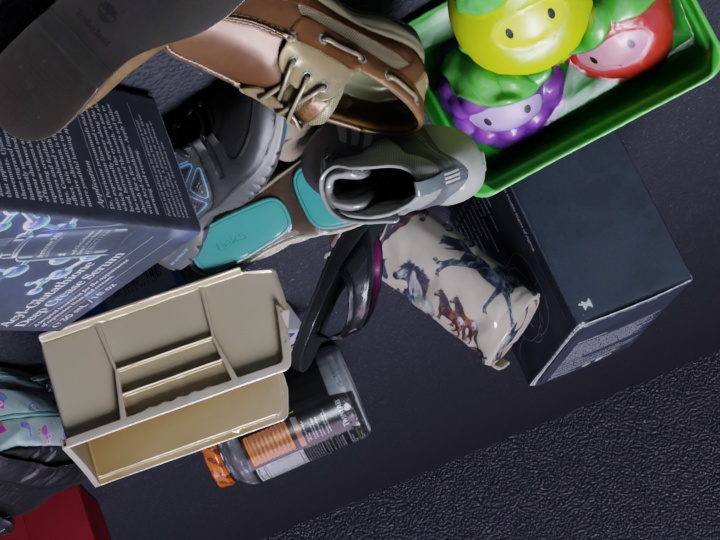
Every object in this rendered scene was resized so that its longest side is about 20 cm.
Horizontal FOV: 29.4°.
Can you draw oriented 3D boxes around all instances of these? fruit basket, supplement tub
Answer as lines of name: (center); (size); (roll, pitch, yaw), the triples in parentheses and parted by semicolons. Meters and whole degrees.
fruit basket: (0.125, -0.158, 0.929); (0.214, 0.157, 0.216); (-28, 180, 0)
supplement tub: (-0.097, 0.182, 1.681); (0.198, 0.124, 0.123); (-22, 163, -1)

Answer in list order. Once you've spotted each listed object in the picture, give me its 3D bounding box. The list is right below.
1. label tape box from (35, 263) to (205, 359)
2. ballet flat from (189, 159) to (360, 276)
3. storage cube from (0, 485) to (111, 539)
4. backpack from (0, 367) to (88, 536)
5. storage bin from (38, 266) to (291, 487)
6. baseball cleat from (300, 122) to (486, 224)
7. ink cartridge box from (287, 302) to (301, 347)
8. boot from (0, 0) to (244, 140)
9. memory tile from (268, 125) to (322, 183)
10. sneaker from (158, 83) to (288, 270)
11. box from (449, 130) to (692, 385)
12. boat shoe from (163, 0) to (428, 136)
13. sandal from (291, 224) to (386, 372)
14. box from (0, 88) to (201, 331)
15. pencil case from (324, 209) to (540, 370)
label tape box: (-0.183, 0.034, 1.221); (0.142, 0.067, 0.200); (-26, 166, 12)
ballet flat: (-0.052, -0.055, 1.101); (0.198, 0.068, 0.062); (-20, -168, 2)
storage cube: (-0.420, 0.415, 1.864); (0.169, 0.182, 0.200); (-21, 164, -7)
backpack: (-0.348, 0.167, 1.299); (0.166, 0.127, 0.200); (-38, 160, 9)
storage bin: (-0.152, 0.090, 1.146); (0.196, 0.095, 0.200); (-18, 164, -9)
baseball cleat: (-0.004, -0.073, 0.963); (0.106, 0.071, 0.199); (-19, -168, -34)
ink cartridge box: (-0.139, 0.073, 1.439); (0.099, 0.040, 0.199); (-35, 158, 34)
boot: (-0.121, -0.152, 0.766); (0.199, 0.074, 0.076); (-34, -170, 15)
memory tile: (-0.039, -0.098, 1.089); (0.152, 0.017, 0.200); (-25, 164, 6)
sneaker: (-0.118, -0.075, 0.956); (0.081, 0.074, 0.200); (19, 130, -30)
box: (0.189, -0.025, 1.292); (0.123, 0.202, 0.197); (-21, 164, -11)
boat shoe: (-0.032, -0.130, 0.863); (0.198, 0.075, 0.076); (6, 149, -36)
sandal: (0.000, -0.001, 1.139); (0.202, 0.048, 0.075); (-63, 170, 5)
box: (-0.226, -0.042, 0.856); (0.148, 0.108, 0.199); (-32, 161, 29)
pencil case: (0.066, 0.004, 1.227); (0.078, 0.199, 0.090); (-45, 169, -47)
